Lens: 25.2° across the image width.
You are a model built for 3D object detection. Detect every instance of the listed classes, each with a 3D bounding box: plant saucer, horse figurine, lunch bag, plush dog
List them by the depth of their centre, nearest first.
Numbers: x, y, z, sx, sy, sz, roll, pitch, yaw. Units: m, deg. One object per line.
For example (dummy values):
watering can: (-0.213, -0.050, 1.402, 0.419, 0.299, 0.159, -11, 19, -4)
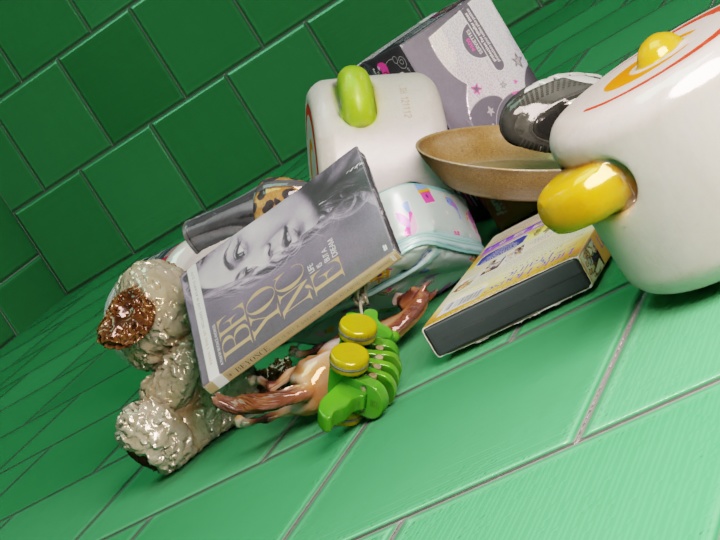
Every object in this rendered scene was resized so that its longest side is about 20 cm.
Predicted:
horse figurine: (-0.031, 0.080, 1.345, 0.132, 0.050, 0.199, -15, 13, 44)
plant saucer: (0.147, -0.094, 1.423, 0.197, 0.036, 0.200, 0, 16, 0)
lunch bag: (0.000, 0.000, 1.424, 0.199, 0.078, 0.160, -31, -16, 23)
plush dog: (-0.169, 0.069, 1.505, 0.159, 0.173, 0.200, -31, 8, 9)

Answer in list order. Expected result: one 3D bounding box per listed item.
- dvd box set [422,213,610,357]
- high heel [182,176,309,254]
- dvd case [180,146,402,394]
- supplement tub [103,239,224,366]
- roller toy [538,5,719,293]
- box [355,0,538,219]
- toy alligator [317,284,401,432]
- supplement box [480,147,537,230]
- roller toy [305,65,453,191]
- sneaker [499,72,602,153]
dvd box set: (0.142, -0.009, 1.279, 0.145, 0.030, 0.200, -28, 10, 29)
high heel: (-0.056, -0.004, 1.517, 0.141, 0.200, 0.072, -21, 41, 29)
dvd case: (-0.064, -0.003, 1.350, 0.199, 0.016, 0.149, -36, 39, 14)
supplement tub: (-0.204, 0.043, 1.871, 0.140, 0.141, 0.199, -39, 11, -33)
roller toy: (0.218, -0.087, 1.029, 0.199, 0.141, 0.183, -29, 9, 28)
box: (0.112, -0.169, 1.687, 0.132, 0.201, 0.114, -36, 11, -26)
toy alligator: (0.008, 0.064, 1.256, 0.054, 0.060, 0.201, 10, 31, 5)
supplement box: (0.201, -0.119, 1.544, 0.199, 0.067, 0.069, -32, 11, 14)
roller toy: (0.023, -0.097, 1.565, 0.138, 0.185, 0.200, -5, -4, -5)
sneaker: (0.218, -0.127, 1.352, 0.197, 0.067, 0.091, -2, 18, -9)
